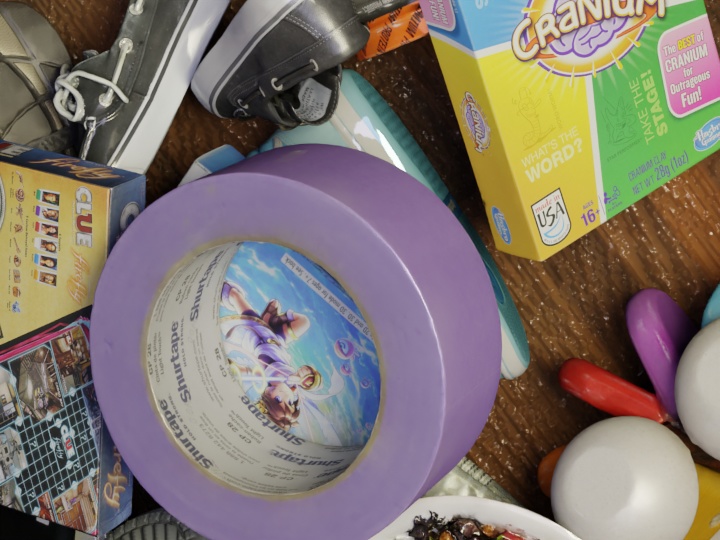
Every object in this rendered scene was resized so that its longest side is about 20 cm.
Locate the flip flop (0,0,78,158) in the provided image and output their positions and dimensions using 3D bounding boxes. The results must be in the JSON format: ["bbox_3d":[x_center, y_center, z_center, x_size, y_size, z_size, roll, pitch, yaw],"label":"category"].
[{"bbox_3d":[-0.186,-0.057,1.251,0.081,0.058,0.201,-23,96,-25],"label":"flip flop"}]

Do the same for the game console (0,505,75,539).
[{"bbox_3d":[-0.234,0.097,1.265,0.176,0.031,0.201,17,113,24],"label":"game console"}]

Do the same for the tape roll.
[{"bbox_3d":[-0.034,0.040,1.105,0.199,0.085,0.201,6,105,23],"label":"tape roll"}]

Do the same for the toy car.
[{"bbox_3d":[0.184,0.081,1.196,0.200,0.175,0.150,-42,57,14],"label":"toy car"}]

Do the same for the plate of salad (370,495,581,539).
[{"bbox_3d":[0.062,0.216,1.161,0.199,0.048,0.201,7,114,17],"label":"plate of salad"}]

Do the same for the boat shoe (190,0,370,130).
[{"bbox_3d":[-0.037,-0.107,1.151,0.070,0.200,0.066,-34,88,-22],"label":"boat shoe"}]

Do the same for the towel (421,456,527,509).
[{"bbox_3d":[0.001,0.182,1.245,0.200,0.035,0.193,38,92,15],"label":"towel"}]

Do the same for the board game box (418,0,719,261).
[{"bbox_3d":[0.112,-0.128,1.141,0.153,0.040,0.201,-32,117,-24],"label":"board game box"}]

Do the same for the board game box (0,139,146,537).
[{"bbox_3d":[-0.185,0.033,1.180,0.135,0.035,0.201,15,111,26],"label":"board game box"}]

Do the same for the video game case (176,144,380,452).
[{"bbox_3d":[-0.055,0.064,1.194,0.200,0.045,0.181,41,119,10],"label":"video game case"}]

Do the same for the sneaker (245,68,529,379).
[{"bbox_3d":[0.000,0.000,1.230,0.130,0.080,0.200,-34,86,11],"label":"sneaker"}]

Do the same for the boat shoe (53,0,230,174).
[{"bbox_3d":[-0.137,-0.099,1.203,0.068,0.074,0.200,27,86,-9],"label":"boat shoe"}]

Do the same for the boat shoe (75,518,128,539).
[{"bbox_3d":[-0.151,0.213,1.298,0.075,0.062,0.201,-19,94,20],"label":"boat shoe"}]

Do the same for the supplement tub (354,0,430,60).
[{"bbox_3d":[0.001,-0.223,1.160,0.122,0.123,0.201,-22,99,11],"label":"supplement tub"}]

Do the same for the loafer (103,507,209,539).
[{"bbox_3d":[-0.135,0.211,1.227,0.070,0.075,0.200,28,120,-31],"label":"loafer"}]
